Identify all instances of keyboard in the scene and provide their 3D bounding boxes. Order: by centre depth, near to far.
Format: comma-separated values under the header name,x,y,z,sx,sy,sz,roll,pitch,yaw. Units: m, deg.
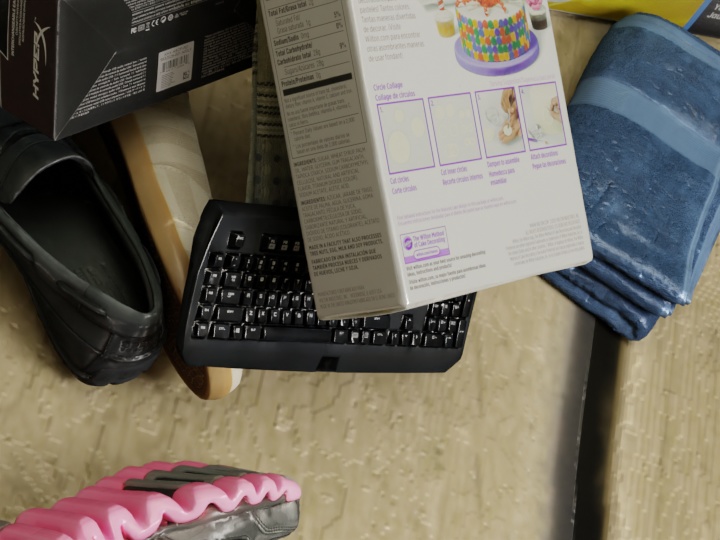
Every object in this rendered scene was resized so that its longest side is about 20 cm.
name,x,y,z,sx,sy,sz,roll,pitch,yaw
keyboard,0.000,0.000,0.979,0.199,0.039,0.105,3,97,-49

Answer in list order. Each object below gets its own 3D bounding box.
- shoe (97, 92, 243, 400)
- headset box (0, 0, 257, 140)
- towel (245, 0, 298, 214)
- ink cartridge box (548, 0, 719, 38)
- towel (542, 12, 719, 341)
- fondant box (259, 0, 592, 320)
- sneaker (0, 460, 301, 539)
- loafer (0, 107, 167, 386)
name,x,y,z,sx,sy,sz,roll,pitch,yaw
shoe,-0.087,-0.031,1.002,0.053,0.070,0.201,-14,64,-16
headset box,-0.156,-0.154,0.998,0.199,0.076,0.148,31,39,33
towel,0.009,-0.092,1.023,0.192,0.034,0.202,-5,103,-47
ink cartridge box,0.207,-0.217,1.183,0.196,0.200,0.047,7,56,-22
towel,0.161,-0.062,1.160,0.111,0.049,0.201,33,52,-2
fondant box,0.029,-0.089,0.944,0.144,0.058,0.202,-12,93,-48
sneaker,-0.103,0.143,0.898,0.199,0.079,0.096,-16,101,-42
loafer,-0.152,-0.040,0.977,0.068,0.071,0.201,-23,70,-35
